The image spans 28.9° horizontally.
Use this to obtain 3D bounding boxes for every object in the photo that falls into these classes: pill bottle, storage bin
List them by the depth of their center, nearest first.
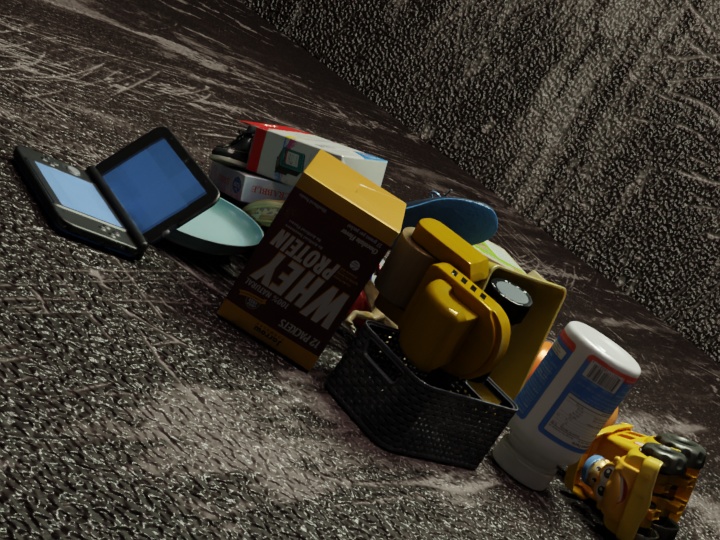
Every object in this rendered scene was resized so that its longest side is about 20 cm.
[{"bbox_3d":[0.074,0.149,1.659,0.200,0.094,0.135,18,20,-46],"label":"storage bin"},{"bbox_3d":[0.254,0.174,1.761,0.112,0.200,0.112,32,14,-9],"label":"pill bottle"}]

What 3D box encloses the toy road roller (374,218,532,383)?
[{"bbox_3d":[0.088,0.041,1.626,0.200,0.123,0.146,40,26,24],"label":"toy road roller"}]

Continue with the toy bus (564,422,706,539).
[{"bbox_3d":[0.335,0.262,1.831,0.192,0.136,0.200,25,11,26],"label":"toy bus"}]

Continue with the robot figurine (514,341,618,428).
[{"bbox_3d":[0.281,0.181,1.990,0.200,0.144,0.117,36,52,10],"label":"robot figurine"}]

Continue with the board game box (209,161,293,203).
[{"bbox_3d":[-0.108,-0.115,2.075,0.199,0.041,0.199,11,7,-21],"label":"board game box"}]

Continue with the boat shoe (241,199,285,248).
[{"bbox_3d":[-0.107,-0.055,1.881,0.073,0.063,0.200,35,-30,-33],"label":"boat shoe"}]

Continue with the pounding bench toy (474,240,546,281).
[{"bbox_3d":[0.181,0.045,2.143,0.200,0.156,0.124,27,14,-27],"label":"pounding bench toy"}]

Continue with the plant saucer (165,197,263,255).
[{"bbox_3d":[-0.223,-0.069,1.815,0.200,0.027,0.200,21,18,-7],"label":"plant saucer"}]

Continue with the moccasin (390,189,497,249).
[{"bbox_3d":[0.078,-0.069,1.831,0.199,0.081,0.068,0,14,-3],"label":"moccasin"}]

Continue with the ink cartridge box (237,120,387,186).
[{"bbox_3d":[-0.077,-0.157,1.999,0.200,0.067,0.116,22,12,33],"label":"ink cartridge box"}]

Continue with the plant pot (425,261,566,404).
[{"bbox_3d":[0.126,0.066,1.902,0.176,0.201,0.200,29,8,37],"label":"plant pot"}]

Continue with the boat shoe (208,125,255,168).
[{"bbox_3d":[-0.158,-0.183,2.077,0.074,0.066,0.199,16,7,29],"label":"boat shoe"}]

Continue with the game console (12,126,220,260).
[{"bbox_3d":[-0.294,-0.114,1.667,0.170,0.119,0.200,23,17,-40],"label":"game console"}]

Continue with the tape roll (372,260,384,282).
[{"bbox_3d":[-0.033,0.000,1.996,0.200,0.066,0.200,32,13,-8],"label":"tape roll"}]

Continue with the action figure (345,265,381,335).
[{"bbox_3d":[0.000,0.000,1.873,0.065,0.201,0.052,0,-10,-12],"label":"action figure"}]

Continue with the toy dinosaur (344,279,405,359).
[{"bbox_3d":[0.030,0.064,1.811,0.200,0.101,0.058,45,-26,29],"label":"toy dinosaur"}]

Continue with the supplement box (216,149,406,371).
[{"bbox_3d":[-0.055,-0.017,1.706,0.133,0.200,0.197,32,13,-3],"label":"supplement box"}]
